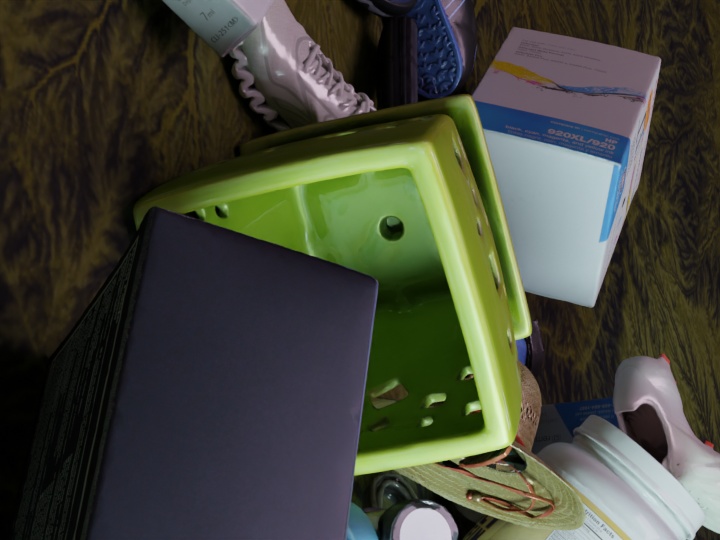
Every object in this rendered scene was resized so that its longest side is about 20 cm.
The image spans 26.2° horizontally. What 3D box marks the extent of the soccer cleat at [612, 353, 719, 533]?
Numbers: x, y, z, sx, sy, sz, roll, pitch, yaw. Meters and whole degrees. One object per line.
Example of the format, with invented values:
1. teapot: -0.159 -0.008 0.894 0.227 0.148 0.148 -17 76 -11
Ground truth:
1. soccer cleat: 0.263 0.159 1.298 0.201 0.069 0.078 56 42 -24

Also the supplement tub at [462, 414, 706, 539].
1. supplement tub: 0.160 0.227 1.209 0.200 0.144 0.145 -47 138 -7

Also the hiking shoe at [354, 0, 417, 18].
1. hiking shoe: 0.011 -0.276 1.186 0.201 0.086 0.075 58 35 -41

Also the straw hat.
1. straw hat: 0.084 0.103 1.107 0.201 0.199 0.086 50 58 -48

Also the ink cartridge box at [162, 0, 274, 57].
1. ink cartridge box: -0.106 -0.258 0.995 0.173 0.043 0.201 43 40 -16

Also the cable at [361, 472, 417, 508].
1. cable: 0.012 0.199 1.081 0.097 0.051 0.200 39 31 11

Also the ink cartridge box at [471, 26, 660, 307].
1. ink cartridge box: 0.167 -0.096 1.348 0.201 0.143 0.149 -59 159 -51

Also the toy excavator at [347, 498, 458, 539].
1. toy excavator: -0.036 0.244 0.918 0.198 0.100 0.197 -8 83 -26

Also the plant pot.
1. plant pot: 0.000 0.000 0.984 0.182 0.198 0.201 -52 129 -63

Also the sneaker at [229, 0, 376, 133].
1. sneaker: -0.029 -0.115 1.077 0.201 0.080 0.075 65 33 -29

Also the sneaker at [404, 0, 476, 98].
1. sneaker: 0.055 -0.247 1.301 0.078 0.069 0.203 -41 124 -69

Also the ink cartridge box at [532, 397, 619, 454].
1. ink cartridge box: 0.183 0.223 1.346 0.084 0.144 0.202 40 48 -53

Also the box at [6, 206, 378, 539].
1. box: -0.089 0.112 0.730 0.122 0.198 0.202 17 62 -17

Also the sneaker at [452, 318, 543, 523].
1. sneaker: 0.116 0.109 1.314 0.111 0.076 0.203 3 75 -54

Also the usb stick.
1. usb stick: 0.029 -0.116 1.195 0.056 0.032 0.202 108 -13 -48
